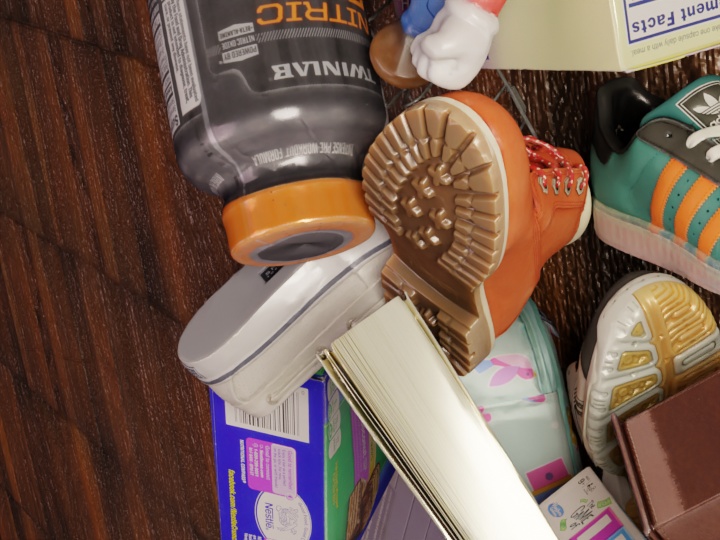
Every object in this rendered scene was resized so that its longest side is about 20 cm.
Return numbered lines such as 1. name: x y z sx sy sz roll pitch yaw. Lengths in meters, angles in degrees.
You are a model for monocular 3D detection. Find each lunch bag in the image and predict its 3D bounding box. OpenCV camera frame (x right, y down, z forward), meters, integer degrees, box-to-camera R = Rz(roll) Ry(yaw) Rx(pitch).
1. lunch bag: 0.083 0.103 0.885 0.160 0.077 0.201 -80 -21 -80

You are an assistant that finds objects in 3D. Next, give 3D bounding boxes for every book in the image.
1. book: 0.060 0.111 0.730 0.200 0.048 0.134 56 179 8

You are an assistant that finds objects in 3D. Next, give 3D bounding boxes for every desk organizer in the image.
1. desk organizer: 0.195 0.129 0.680 0.200 0.077 0.072 50 -161 -30

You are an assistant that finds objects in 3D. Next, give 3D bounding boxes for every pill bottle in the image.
1. pill bottle: -0.046 -0.106 0.762 0.106 0.106 0.201 143 118 -62

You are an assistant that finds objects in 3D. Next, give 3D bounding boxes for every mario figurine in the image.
1. mario figurine: 0.019 -0.153 0.634 0.123 0.106 0.200 31 154 3

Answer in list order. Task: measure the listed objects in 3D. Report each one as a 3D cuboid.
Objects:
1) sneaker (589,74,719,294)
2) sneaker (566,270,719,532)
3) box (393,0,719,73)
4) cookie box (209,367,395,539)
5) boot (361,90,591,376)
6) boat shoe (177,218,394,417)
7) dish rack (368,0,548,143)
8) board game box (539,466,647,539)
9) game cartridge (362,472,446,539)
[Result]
1. sneaker: 0.163 -0.041 0.690 0.200 0.071 0.080 21 129 59
2. sneaker: 0.128 0.058 0.774 0.088 0.075 0.200 59 170 39
3. box: 0.085 -0.198 0.711 0.176 0.096 0.201 13 117 59
4. cookie box: -0.018 0.070 0.967 0.075 0.200 0.172 11 125 16
5. boot: 0.062 -0.037 0.723 0.075 0.107 0.200 41 163 19
6. boat shoe: 0.000 0.000 0.814 0.070 0.200 0.071 46 -178 -29
7. dish rack: 0.004 -0.096 0.853 0.153 0.055 0.200 -25 108 24
8. board game box: 0.169 0.195 0.729 0.200 0.034 0.135 50 -178 -27
9. game cartridge: 0.027 0.187 1.142 0.130 0.038 0.200 57 150 35
